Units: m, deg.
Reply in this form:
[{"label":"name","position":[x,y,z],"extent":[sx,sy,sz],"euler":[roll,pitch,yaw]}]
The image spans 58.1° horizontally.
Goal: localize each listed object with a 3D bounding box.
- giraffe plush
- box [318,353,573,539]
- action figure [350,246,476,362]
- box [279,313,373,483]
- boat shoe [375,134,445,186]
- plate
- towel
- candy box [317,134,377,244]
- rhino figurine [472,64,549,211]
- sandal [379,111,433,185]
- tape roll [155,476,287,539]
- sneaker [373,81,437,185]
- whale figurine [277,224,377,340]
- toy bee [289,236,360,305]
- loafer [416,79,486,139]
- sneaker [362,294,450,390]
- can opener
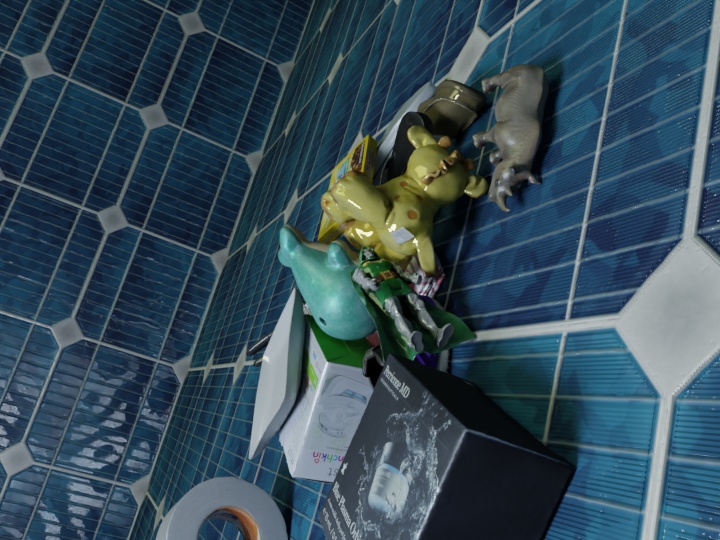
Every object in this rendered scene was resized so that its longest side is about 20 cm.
[{"label":"giraffe plush","position":[0.068,-0.101,0.861],"extent":[0.162,0.173,0.200],"euler":[-49,24,-16]},{"label":"box","position":[0.065,0.213,0.615],"extent":[0.201,0.117,0.197],"euler":[-66,19,3]},{"label":"action figure","position":[0.041,0.029,0.798],"extent":[0.200,0.118,0.055],"euler":[-128,37,-50]},{"label":"box","position":[-0.053,0.184,0.964],"extent":[0.200,0.096,0.177],"euler":[-135,59,-70]},{"label":"boat shoe","position":[0.083,-0.139,1.025],"extent":[0.200,0.070,0.070],"euler":[131,133,-58]},{"label":"plate","position":[-0.124,0.162,0.997],"extent":[0.200,0.032,0.201],"euler":[120,159,-44]},{"label":"towel","position":[0.052,0.048,0.958],"extent":[0.201,0.030,0.146],"euler":[-62,19,18]},{"label":"candy box","position":[-0.019,-0.133,1.061],"extent":[0.102,0.026,0.201],"euler":[-42,26,34]},{"label":"rhino figurine","position":[0.182,-0.161,0.778],"extent":[0.087,0.060,0.201],"euler":[-20,54,52]},{"label":"sandal","position":[0.053,-0.136,0.962],"extent":[0.076,0.043,0.201],"euler":[33,120,46]},{"label":"tape roll","position":[-0.216,0.433,1.019],"extent":[0.066,0.199,0.201],"euler":[-47,28,43]},{"label":"sneaker","position":[0.079,-0.226,1.119],"extent":[0.200,0.071,0.073],"euler":[-55,15,7]},{"label":"whale figurine","position":[-0.051,0.020,0.928],"extent":[0.104,0.200,0.159],"euler":[-46,-16,-33]},{"label":"toy bee","position":[0.000,0.000,1.046],"extent":[0.108,0.131,0.200],"euler":[24,73,34]},{"label":"loafer","position":[0.130,-0.231,0.985],"extent":[0.200,0.076,0.068],"euler":[178,112,-80]},{"label":"sneaker","position":[0.052,0.103,0.787],"extent":[0.070,0.099,0.201],"euler":[-46,29,44]},{"label":"can opener","position":[-0.139,0.122,1.279],"extent":[0.200,0.063,0.079],"euler":[-41,-21,2]}]
